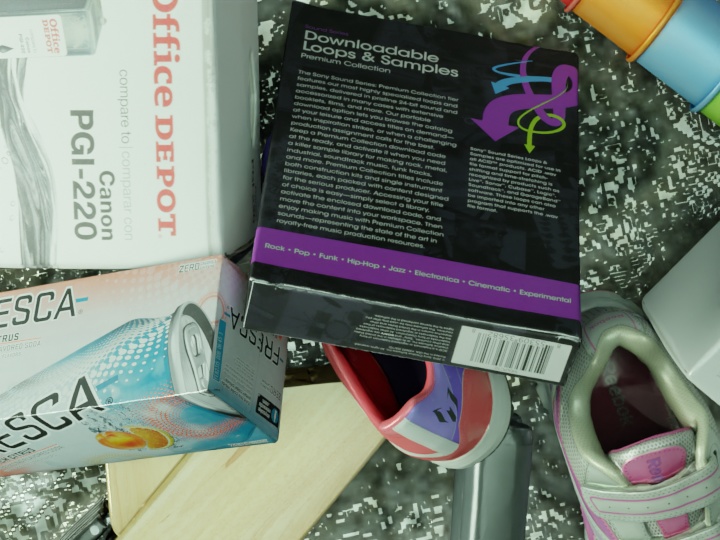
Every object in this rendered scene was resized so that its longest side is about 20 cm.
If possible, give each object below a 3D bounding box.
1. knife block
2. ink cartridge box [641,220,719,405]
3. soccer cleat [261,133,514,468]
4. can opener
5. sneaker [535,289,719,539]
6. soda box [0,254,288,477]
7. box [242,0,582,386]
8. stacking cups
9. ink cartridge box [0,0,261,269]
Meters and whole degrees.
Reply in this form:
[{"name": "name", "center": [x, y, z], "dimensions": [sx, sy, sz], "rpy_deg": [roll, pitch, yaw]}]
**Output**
[{"name": "knife block", "center": [-0.069, 0.139, 1.056], "dimensions": [0.200, 0.064, 0.176], "rpy_deg": [-6, 96, -3]}, {"name": "ink cartridge box", "center": [0.256, 0.038, 1.020], "dimensions": [0.200, 0.083, 0.145], "rpy_deg": [38, 103, -22]}, {"name": "soccer cleat", "center": [0.000, 0.000, 1.001], "dimensions": [0.068, 0.073, 0.200], "rpy_deg": [-39, 60, 20]}, {"name": "can opener", "center": [0.053, 0.085, 1.063], "dimensions": [0.066, 0.053, 0.200], "rpy_deg": [-1, 98, -4]}, {"name": "sneaker", "center": [0.137, 0.106, 1.040], "dimensions": [0.081, 0.088, 0.200], "rpy_deg": [-24, 88, -1]}, {"name": "soda box", "center": [-0.134, 0.048, 0.991], "dimensions": [0.200, 0.064, 0.069], "rpy_deg": [-10, 61, 27]}, {"name": "box", "center": [0.028, -0.040, 0.989], "dimensions": [0.143, 0.200, 0.036], "rpy_deg": [11, 134, -4]}, {"name": "stacking cups", "center": [0.161, -0.111, 1.053], "dimensions": [0.200, 0.061, 0.061], "rpy_deg": [38, 92, -1]}, {"name": "ink cartridge box", "center": [-0.150, -0.076, 0.998], "dimensions": [0.200, 0.085, 0.146], "rpy_deg": [0, 100, 8]}]
